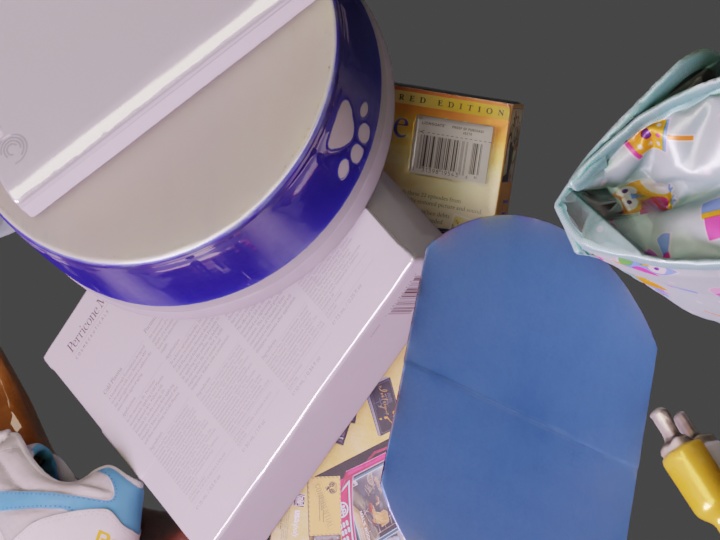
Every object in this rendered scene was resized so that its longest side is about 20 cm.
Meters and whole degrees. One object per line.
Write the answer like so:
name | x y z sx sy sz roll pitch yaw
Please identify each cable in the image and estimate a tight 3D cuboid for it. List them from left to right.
cable | 0.209 0.151 1.396 0.050 0.097 0.201 -40 57 39

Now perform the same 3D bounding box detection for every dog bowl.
dog bowl | -0.088 -0.083 1.379 0.199 0.079 0.201 -7 69 18

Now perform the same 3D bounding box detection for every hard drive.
hard drive | -0.109 -0.136 1.347 0.200 0.026 0.132 -37 63 5

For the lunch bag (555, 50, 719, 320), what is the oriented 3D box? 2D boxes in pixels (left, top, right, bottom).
lunch bag | 0.205 -0.037 1.356 0.199 0.170 0.123 -12 79 19

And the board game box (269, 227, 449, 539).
board game box | 0.026 0.078 1.462 0.135 0.035 0.201 7 95 17

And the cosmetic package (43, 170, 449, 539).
cosmetic package | -0.057 0.020 1.443 0.151 0.052 0.200 47 116 26

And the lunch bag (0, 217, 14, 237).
lunch bag | -0.209 -0.103 1.516 0.199 0.122 0.171 -21 85 22

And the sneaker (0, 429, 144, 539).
sneaker | -0.198 0.125 1.499 0.199 0.076 0.081 12 75 29

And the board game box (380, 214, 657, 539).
board game box | 0.067 0.074 1.391 0.039 0.158 0.201 -14 59 49

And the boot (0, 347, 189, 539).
boot | -0.157 0.107 1.549 0.188 0.068 0.200 -40 73 22

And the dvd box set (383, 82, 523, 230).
dvd box set | 0.000 0.000 1.500 0.145 0.029 0.201 9 95 16
